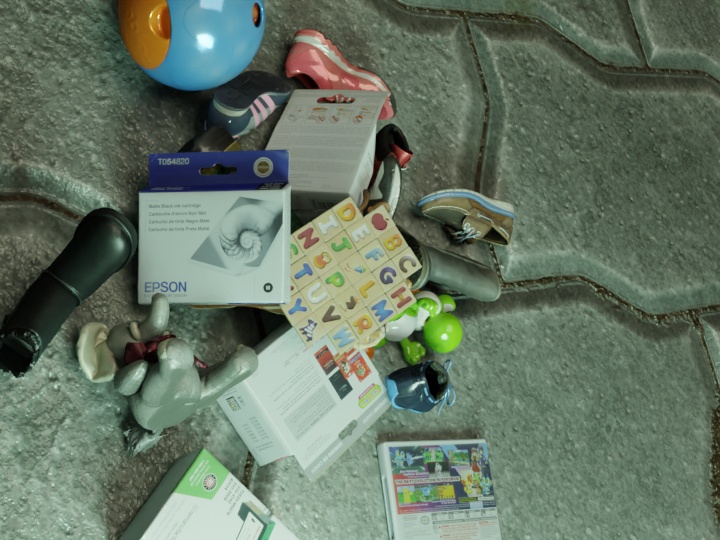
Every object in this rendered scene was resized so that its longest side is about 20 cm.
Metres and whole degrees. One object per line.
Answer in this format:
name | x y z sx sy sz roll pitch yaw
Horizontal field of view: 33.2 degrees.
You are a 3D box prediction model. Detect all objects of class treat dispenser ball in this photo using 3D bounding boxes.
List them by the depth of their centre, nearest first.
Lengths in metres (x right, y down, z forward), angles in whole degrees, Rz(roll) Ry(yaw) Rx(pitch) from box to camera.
treat dispenser ball | -0.227 -0.345 1.632 0.199 0.200 0.203 15 63 -33

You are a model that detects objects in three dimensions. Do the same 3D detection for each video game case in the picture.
video game case | 0.117 0.338 1.751 0.198 0.023 0.184 4 70 -36

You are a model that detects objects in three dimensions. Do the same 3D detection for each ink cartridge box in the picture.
ink cartridge box | -0.176 0.341 1.475 0.200 0.084 0.147 45 51 -14
ink cartridge box | -0.187 -0.056 1.545 0.041 0.197 0.202 27 62 -79
ink cartridge box | -0.076 0.165 1.625 0.200 0.084 0.176 -38 98 -41
ink cartridge box | -0.053 -0.175 1.736 0.047 0.159 0.201 67 35 -47

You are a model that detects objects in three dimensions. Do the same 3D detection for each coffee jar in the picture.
coffee jar | -0.169 -0.097 1.643 0.200 0.104 0.085 51 54 -11

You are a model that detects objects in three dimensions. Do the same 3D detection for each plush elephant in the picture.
plush elephant | -0.250 0.107 1.476 0.164 0.200 0.155 4 47 -51

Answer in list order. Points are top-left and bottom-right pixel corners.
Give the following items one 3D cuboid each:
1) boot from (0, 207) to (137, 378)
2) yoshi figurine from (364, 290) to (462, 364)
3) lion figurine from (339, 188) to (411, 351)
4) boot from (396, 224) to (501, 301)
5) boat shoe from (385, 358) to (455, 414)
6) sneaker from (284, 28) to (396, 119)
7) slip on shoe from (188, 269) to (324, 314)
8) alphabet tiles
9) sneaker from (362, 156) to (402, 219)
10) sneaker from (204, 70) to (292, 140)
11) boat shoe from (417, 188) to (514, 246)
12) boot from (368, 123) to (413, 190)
boot | -0.349 0.029 1.396 0.073 0.198 0.163 42 45 -13
yoshi figurine | 0.080 0.085 1.775 0.199 0.112 0.113 -11 95 -43
lion figurine | 0.000 0.000 1.639 0.122 0.072 0.202 -23 94 -35
boot | 0.129 0.007 1.824 0.199 0.073 0.182 31 19 -28
boat shoe | 0.099 0.168 1.724 0.200 0.068 0.085 -10 81 -71
sneaker | -0.036 -0.279 1.858 0.199 0.074 0.087 34 68 -18
slip on shoe | -0.139 0.015 1.610 0.198 0.076 0.061 -1 45 -3
alphabet tiles | -0.020 0.005 1.590 0.199 0.006 0.167 -34 92 -22
sneaker | 0.006 -0.069 1.720 0.079 0.074 0.202 18 101 0
sneaker | -0.166 -0.232 1.735 0.070 0.082 0.200 33 29 12
boat shoe | 0.176 -0.081 1.931 0.199 0.072 0.073 7 69 -36
boot | 0.026 -0.108 1.776 0.072 0.144 0.202 9 69 -38
